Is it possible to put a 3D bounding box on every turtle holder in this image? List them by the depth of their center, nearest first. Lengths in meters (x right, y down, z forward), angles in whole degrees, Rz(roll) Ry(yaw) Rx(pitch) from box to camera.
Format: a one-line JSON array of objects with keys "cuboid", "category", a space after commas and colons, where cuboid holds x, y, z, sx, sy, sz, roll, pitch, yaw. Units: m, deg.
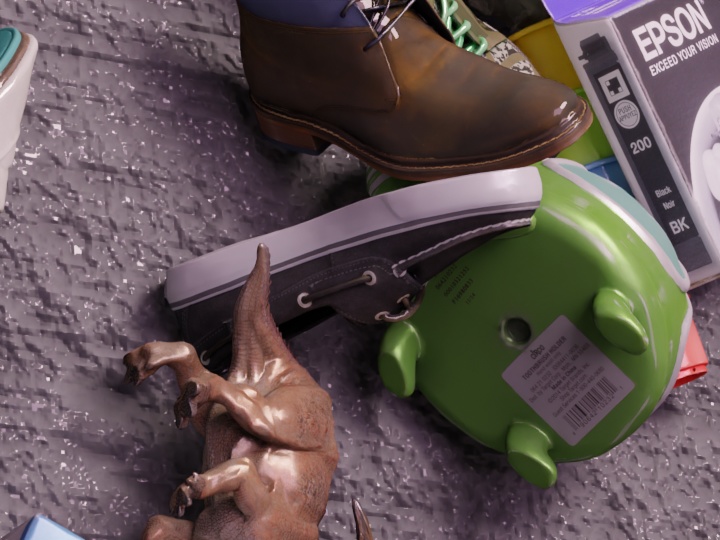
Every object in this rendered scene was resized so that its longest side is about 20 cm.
[{"cuboid": [0.076, 0.007, 1.470, 0.185, 0.142, 0.132, 18, 28, 17], "category": "turtle holder"}]

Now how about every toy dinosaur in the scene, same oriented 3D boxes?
[{"cuboid": [-0.037, 0.095, 1.359, 0.135, 0.086, 0.201, 9, 77, -29], "category": "toy dinosaur"}]

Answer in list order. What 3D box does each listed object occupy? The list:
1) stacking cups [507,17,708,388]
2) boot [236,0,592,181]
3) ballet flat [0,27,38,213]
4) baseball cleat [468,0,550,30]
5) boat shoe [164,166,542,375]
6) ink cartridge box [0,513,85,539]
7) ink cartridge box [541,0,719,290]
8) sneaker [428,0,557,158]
[{"cuboid": [0.134, -0.035, 1.558, 0.060, 0.060, 0.201, -16, 79, -36], "category": "stacking cups"}, {"cuboid": [0.014, -0.103, 1.414, 0.075, 0.199, 0.097, -48, 131, -36], "category": "boot"}, {"cuboid": [-0.203, -0.027, 1.348, 0.069, 0.069, 0.200, 43, 57, -8], "category": "ballet flat"}, {"cuboid": [0.056, -0.226, 1.590, 0.200, 0.070, 0.106, 52, 53, -2], "category": "baseball cleat"}, {"cuboid": [0.000, 0.000, 1.386, 0.069, 0.199, 0.057, -9, 82, -62], "category": "boat shoe"}, {"cuboid": [-0.104, 0.227, 1.232, 0.199, 0.146, 0.147, 31, 56, -17], "category": "ink cartridge box"}, {"cuboid": [0.182, -0.110, 1.586, 0.198, 0.043, 0.201, -29, 93, -53], "category": "ink cartridge box"}, {"cuboid": [0.025, -0.123, 1.500, 0.200, 0.089, 0.077, 43, 86, -3], "category": "sneaker"}]
